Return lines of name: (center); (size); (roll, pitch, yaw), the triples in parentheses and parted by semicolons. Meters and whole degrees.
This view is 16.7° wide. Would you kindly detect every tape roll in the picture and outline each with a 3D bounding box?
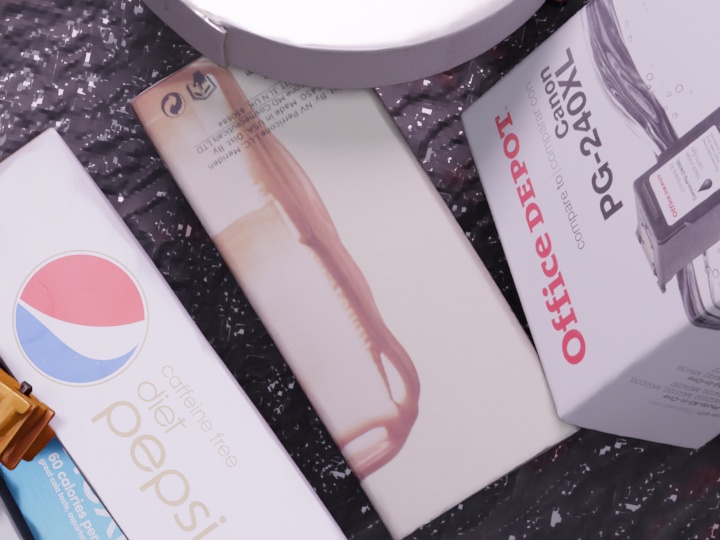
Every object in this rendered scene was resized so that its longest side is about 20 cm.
tape roll: (-0.007, -0.166, 0.936); (0.202, 0.037, 0.203); (1, 71, -3)

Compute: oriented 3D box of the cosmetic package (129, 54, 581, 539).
cosmetic package: (0.000, 0.000, 0.974); (0.087, 0.103, 0.200); (-32, 84, 1)

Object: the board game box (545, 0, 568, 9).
board game box: (0.027, -0.224, 1.012); (0.199, 0.057, 0.166); (24, 89, 2)

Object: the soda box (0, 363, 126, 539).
soda box: (-0.106, 0.082, 0.987); (0.064, 0.068, 0.200); (-27, 85, -2)

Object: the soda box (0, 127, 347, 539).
soda box: (-0.085, 0.048, 0.925); (0.068, 0.064, 0.200); (-35, 86, -6)

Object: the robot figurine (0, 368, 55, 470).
robot figurine: (-0.216, 0.033, 0.891); (0.200, 0.058, 0.145); (37, 87, 17)

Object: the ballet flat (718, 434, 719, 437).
ballet flat: (0.207, 0.086, 0.977); (0.200, 0.070, 0.067); (39, 88, 4)

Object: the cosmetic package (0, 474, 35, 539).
cosmetic package: (-0.145, 0.168, 0.992); (0.082, 0.051, 0.200); (-29, 85, -2)

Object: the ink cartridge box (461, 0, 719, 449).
ink cartridge box: (0.143, -0.045, 0.906); (0.200, 0.083, 0.146); (-40, 53, 37)
